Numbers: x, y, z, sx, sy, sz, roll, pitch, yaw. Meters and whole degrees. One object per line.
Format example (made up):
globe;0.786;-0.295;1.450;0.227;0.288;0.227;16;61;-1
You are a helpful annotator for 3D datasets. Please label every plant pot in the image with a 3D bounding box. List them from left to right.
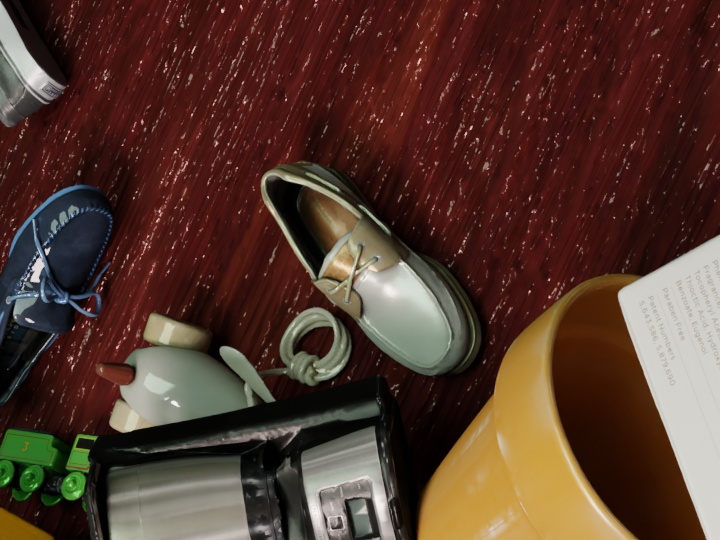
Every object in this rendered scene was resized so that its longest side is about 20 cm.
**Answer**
plant pot;0.134;0.133;1.283;0.183;0.199;0.201;-41;60;43

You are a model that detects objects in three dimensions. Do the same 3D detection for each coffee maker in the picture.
coffee maker;-0.066;0.136;1.378;0.199;0.135;0.193;-11;36;2

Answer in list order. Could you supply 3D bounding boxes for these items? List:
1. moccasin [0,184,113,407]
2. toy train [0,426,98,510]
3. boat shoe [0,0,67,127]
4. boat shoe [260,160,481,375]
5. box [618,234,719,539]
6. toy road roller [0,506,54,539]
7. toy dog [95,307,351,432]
moccasin;-0.239;0.026;1.638;0.200;0.080;0.068;-58;40;30
toy train;-0.193;0.152;1.600;0.199;0.042;0.057;4;66;32
boat shoe;-0.308;-0.200;1.720;0.068;0.074;0.200;-37;71;10
boat shoe;0.000;0.000;1.464;0.200;0.068;0.075;45;109;32
box;0.269;0.081;1.171;0.130;0.199;0.201;-31;66;29
toy road roller;-0.288;0.252;1.560;0.122;0.200;0.147;-3;59;35
toy dog;-0.108;0.091;1.507;0.199;0.096;0.133;-4;82;33
